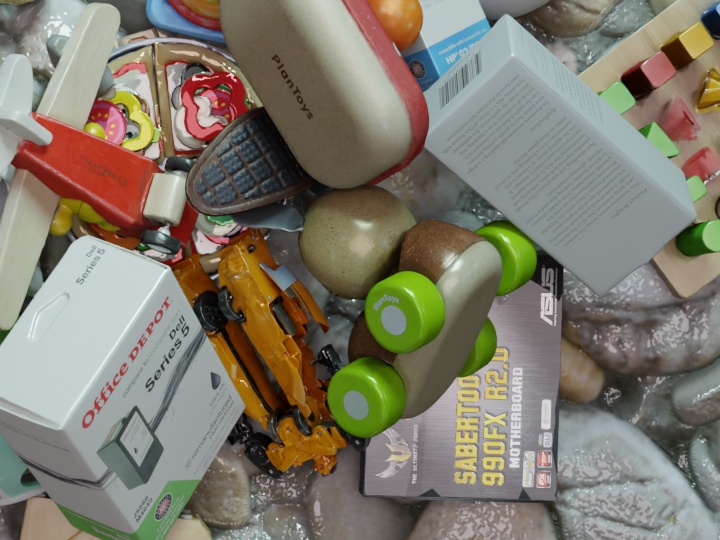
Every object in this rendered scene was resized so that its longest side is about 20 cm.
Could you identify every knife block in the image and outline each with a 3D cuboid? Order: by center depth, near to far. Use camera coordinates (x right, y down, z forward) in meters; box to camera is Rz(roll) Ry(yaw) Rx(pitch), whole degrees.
[{"bbox_3d":[-0.225,0.265,1.506,0.198,0.064,0.177,9,88,-5],"label":"knife block"}]

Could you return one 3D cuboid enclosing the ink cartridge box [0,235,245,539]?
[{"bbox_3d":[-0.177,0.095,1.402,0.084,0.200,0.146,19,63,26],"label":"ink cartridge box"}]

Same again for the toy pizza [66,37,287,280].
[{"bbox_3d":[-0.152,-0.086,1.531,0.199,0.032,0.202,0,89,-5],"label":"toy pizza"}]

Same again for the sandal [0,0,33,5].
[{"bbox_3d":[-0.257,-0.246,1.502,0.211,0.070,0.078,-23,124,-7],"label":"sandal"}]

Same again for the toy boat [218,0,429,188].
[{"bbox_3d":[-0.008,-0.169,1.396,0.130,0.130,0.201,-34,95,-34],"label":"toy boat"}]

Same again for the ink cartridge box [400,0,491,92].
[{"bbox_3d":[0.020,-0.229,1.497,0.068,0.115,0.201,-30,100,-30],"label":"ink cartridge box"}]

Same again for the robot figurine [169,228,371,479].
[{"bbox_3d":[-0.069,0.070,1.500,0.144,0.058,0.201,-21,106,37],"label":"robot figurine"}]

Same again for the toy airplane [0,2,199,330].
[{"bbox_3d":[-0.231,-0.078,1.441,0.199,0.141,0.200,-29,107,-34],"label":"toy airplane"}]

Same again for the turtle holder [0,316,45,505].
[{"bbox_3d":[-0.265,0.099,1.484,0.140,0.185,0.133,-4,105,31],"label":"turtle holder"}]

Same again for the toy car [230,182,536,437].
[{"bbox_3d":[0.000,0.000,1.445,0.200,0.164,0.158,37,124,20],"label":"toy car"}]

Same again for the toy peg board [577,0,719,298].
[{"bbox_3d":[0.286,-0.115,1.545,0.199,0.098,0.200,-37,92,-5],"label":"toy peg board"}]

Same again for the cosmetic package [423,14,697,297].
[{"bbox_3d":[0.145,-0.084,1.436,0.200,0.071,0.101,39,115,-22],"label":"cosmetic package"}]

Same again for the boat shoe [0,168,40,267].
[{"bbox_3d":[-0.302,-0.074,1.505,0.070,0.069,0.201,-22,89,-2],"label":"boat shoe"}]

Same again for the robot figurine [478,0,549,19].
[{"bbox_3d":[0.095,-0.297,1.523,0.124,0.150,0.201,-28,90,-32],"label":"robot figurine"}]

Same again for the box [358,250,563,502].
[{"bbox_3d":[0.081,0.083,1.545,0.157,0.048,0.202,3,88,-5],"label":"box"}]

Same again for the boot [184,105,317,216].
[{"bbox_3d":[-0.064,-0.093,1.478,0.200,0.097,0.075,-35,94,-26],"label":"boot"}]

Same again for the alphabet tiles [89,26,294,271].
[{"bbox_3d":[-0.150,-0.096,1.551,0.165,0.006,0.201,-18,90,-5],"label":"alphabet tiles"}]

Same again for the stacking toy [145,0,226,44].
[{"bbox_3d":[-0.104,-0.249,1.462,0.109,0.200,0.117,10,83,-4],"label":"stacking toy"}]
